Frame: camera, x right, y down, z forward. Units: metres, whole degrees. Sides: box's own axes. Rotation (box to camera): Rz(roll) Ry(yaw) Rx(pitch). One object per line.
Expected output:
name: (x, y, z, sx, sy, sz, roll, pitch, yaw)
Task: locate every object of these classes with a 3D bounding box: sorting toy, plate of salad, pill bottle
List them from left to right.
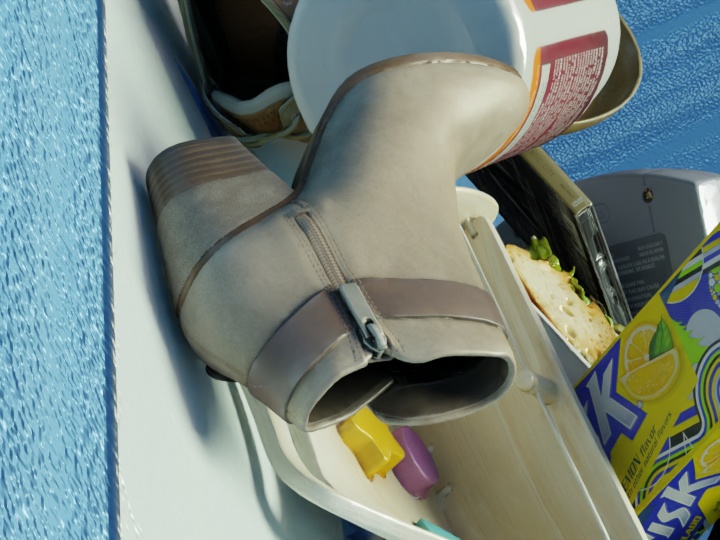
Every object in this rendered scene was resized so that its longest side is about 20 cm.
sorting toy: (0.012, 0.059, 1.000, 0.180, 0.107, 0.201, 20, 39, -52)
pill bottle: (0.052, -0.107, 1.142, 0.115, 0.114, 0.200, 66, 22, 0)
plate of salad: (0.129, 0.047, 1.312, 0.200, 0.048, 0.200, 46, 1, -1)

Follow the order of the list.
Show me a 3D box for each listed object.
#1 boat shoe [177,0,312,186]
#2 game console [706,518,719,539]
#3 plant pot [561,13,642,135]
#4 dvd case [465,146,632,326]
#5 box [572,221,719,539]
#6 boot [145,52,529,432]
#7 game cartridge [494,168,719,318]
boat shoe: (-0.044, -0.088, 1.151, 0.201, 0.074, 0.068, 64, 27, -24)
game console: (0.191, 0.109, 1.133, 0.177, 0.031, 0.201, 99, 16, -71)
plant pot: (0.057, -0.131, 1.331, 0.201, 0.199, 0.028, -105, -152, -48)
dvd case: (0.084, -0.057, 1.377, 0.200, 0.016, 0.149, 50, -7, 35)
box: (0.134, 0.068, 1.056, 0.064, 0.200, 0.070, 2, 48, -41)
boot: (0.016, -0.007, 0.937, 0.146, 0.199, 0.070, 51, -33, 35)
game cartridge: (0.149, 0.011, 1.418, 0.200, 0.040, 0.134, -15, -91, 54)
